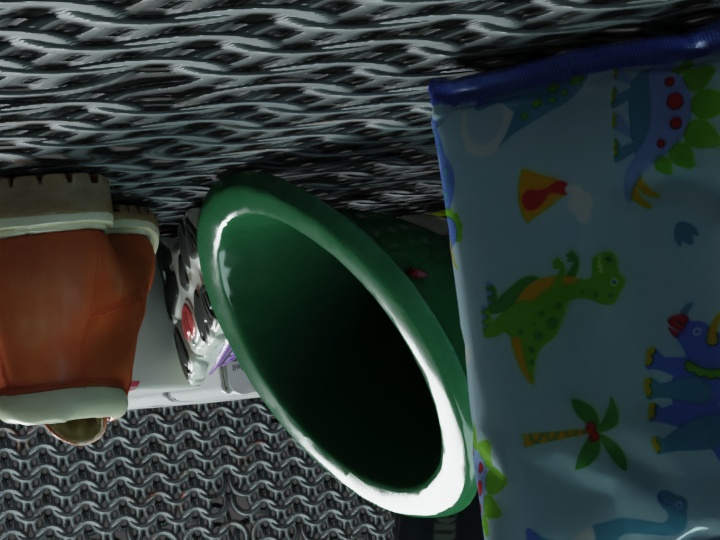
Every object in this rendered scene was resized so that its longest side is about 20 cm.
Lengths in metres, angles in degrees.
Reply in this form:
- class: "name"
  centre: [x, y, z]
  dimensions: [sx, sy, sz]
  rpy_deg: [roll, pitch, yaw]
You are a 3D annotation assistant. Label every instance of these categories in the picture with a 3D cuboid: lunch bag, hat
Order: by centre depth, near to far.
- class: "lunch bag"
  centre: [0.120, 0.016, 0.646]
  dimensions: [0.127, 0.170, 0.200]
  rpy_deg: [-7, 175, 26]
- class: "hat"
  centre: [0.050, 0.000, 0.849]
  dimensions: [0.176, 0.200, 0.166]
  rpy_deg: [-37, -146, -28]

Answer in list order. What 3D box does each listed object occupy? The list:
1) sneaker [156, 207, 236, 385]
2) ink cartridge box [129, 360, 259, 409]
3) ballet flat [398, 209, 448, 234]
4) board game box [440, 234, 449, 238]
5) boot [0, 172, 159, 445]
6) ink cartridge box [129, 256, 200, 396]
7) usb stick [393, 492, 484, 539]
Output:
- class: "sneaker"
  centre: [-0.054, 0.010, 0.967]
  dimensions: [0.083, 0.081, 0.200]
  rpy_deg: [-11, 176, -15]
- class: "ink cartridge box"
  centre: [-0.087, 0.051, 1.382]
  dimensions: [0.145, 0.084, 0.200]
  rpy_deg: [-4, 175, -33]
- class: "ballet flat"
  centre: [0.000, 0.000, 1.032]
  dimensions: [0.200, 0.067, 0.067]
  rpy_deg: [-14, 159, 26]
- class: "board game box"
  centre: [0.061, 0.022, 0.982]
  dimensions: [0.200, 0.019, 0.103]
  rpy_deg: [1, 137, -39]
- class: "boot"
  centre: [-0.126, 0.021, 0.817]
  dimensions: [0.075, 0.107, 0.200]
  rpy_deg: [-8, 177, 2]
- class: "ink cartridge box"
  centre: [-0.211, 0.037, 1.044]
  dimensions: [0.200, 0.083, 0.147]
  rpy_deg: [-8, 175, 26]
- class: "usb stick"
  centre: [0.044, 0.100, 0.879]
  dimensions: [0.055, 0.200, 0.033]
  rpy_deg: [6, 140, 0]
